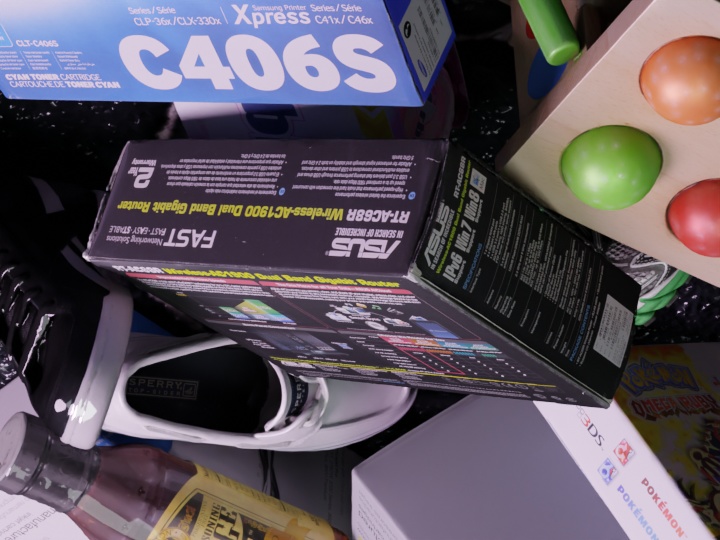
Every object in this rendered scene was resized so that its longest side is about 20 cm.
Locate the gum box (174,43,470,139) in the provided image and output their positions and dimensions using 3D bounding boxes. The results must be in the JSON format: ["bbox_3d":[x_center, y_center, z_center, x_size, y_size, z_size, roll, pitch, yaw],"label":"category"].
[{"bbox_3d":[-0.032,-0.118,0.823,0.113,0.066,0.200,7,141,25],"label":"gum box"}]

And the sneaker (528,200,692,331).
[{"bbox_3d":[0.075,-0.005,0.955,0.199,0.078,0.085,-14,133,16],"label":"sneaker"}]

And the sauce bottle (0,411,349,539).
[{"bbox_3d":[-0.099,0.131,0.993,0.200,0.066,0.066,25,132,-25],"label":"sauce bottle"}]

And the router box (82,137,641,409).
[{"bbox_3d":[0.000,0.000,0.840,0.200,0.062,0.150,3,160,42],"label":"router box"}]

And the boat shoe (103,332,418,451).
[{"bbox_3d":[-0.048,0.065,0.995,0.199,0.074,0.065,-4,-175,-30],"label":"boat shoe"}]

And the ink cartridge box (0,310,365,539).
[{"bbox_3d":[-0.111,0.127,1.095,0.200,0.084,0.144,35,126,-30],"label":"ink cartridge box"}]

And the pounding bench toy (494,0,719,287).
[{"bbox_3d":[0.106,-0.106,0.790,0.200,0.156,0.124,23,133,-21],"label":"pounding bench toy"}]

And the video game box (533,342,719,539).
[{"bbox_3d":[0.208,0.114,0.950,0.200,0.182,0.047,0,134,-43],"label":"video game box"}]

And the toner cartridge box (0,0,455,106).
[{"bbox_3d":[-0.071,-0.114,0.753,0.199,0.043,0.095,3,138,27],"label":"toner cartridge box"}]

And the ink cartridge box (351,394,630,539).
[{"bbox_3d":[0.090,0.173,1.041,0.144,0.145,0.200,-30,150,-19],"label":"ink cartridge box"}]

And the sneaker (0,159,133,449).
[{"bbox_3d":[-0.170,0.011,0.893,0.112,0.200,0.073,16,112,-16],"label":"sneaker"}]
